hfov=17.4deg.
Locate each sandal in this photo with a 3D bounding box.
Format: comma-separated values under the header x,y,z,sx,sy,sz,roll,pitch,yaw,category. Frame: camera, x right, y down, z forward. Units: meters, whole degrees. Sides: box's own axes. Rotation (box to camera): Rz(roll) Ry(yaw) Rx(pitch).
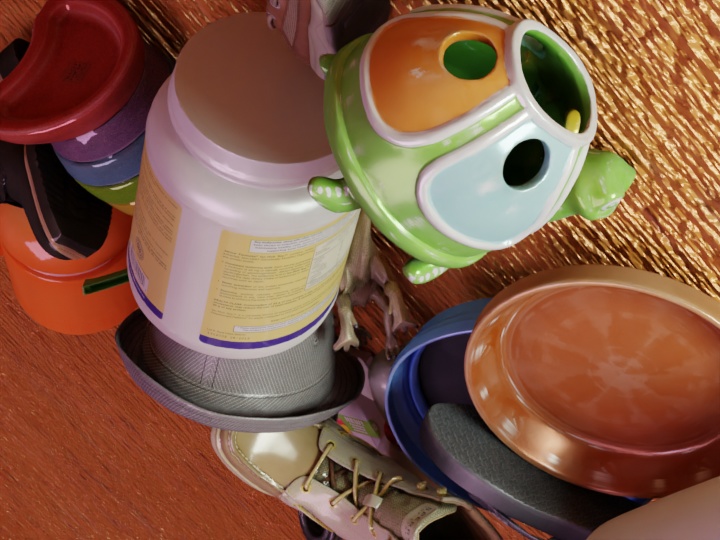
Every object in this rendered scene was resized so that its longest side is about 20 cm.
x,y,z,sx,sy,sz,roll,pitch,yaw,category
0.120,0.157,1.561,0.200,0.076,0.043,32,122,-12,sandal

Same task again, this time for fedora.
x,y,z,sx,sy,sz,roll,pitch,yaw,category
-0.077,0.032,1.644,0.176,0.200,0.091,22,116,16,fedora

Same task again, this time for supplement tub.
x,y,z,sx,sy,sz,roll,pitch,yaw,category
-0.070,-0.053,1.504,0.145,0.145,0.200,32,143,12,supplement tub

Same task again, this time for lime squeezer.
x,y,z,sx,sy,sz,roll,pitch,yaw,category
-0.105,-0.006,1.774,0.199,0.071,0.038,3,110,6,lime squeezer

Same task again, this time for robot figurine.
x,y,z,sx,sy,sz,roll,pitch,yaw,category
-0.221,-0.026,1.831,0.144,0.117,0.200,41,160,20,robot figurine

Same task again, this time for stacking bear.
x,y,z,sx,sy,sz,roll,pitch,yaw,category
-0.149,-0.085,1.636,0.113,0.122,0.200,12,155,39,stacking bear

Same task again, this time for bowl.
x,y,z,sx,sy,sz,roll,pitch,yaw,category
0.116,0.095,1.590,0.200,0.039,0.201,12,138,11,bowl

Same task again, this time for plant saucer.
x,y,z,sx,sy,sz,roll,pitch,yaw,category
0.165,0.068,1.486,0.199,0.032,0.201,12,137,11,plant saucer

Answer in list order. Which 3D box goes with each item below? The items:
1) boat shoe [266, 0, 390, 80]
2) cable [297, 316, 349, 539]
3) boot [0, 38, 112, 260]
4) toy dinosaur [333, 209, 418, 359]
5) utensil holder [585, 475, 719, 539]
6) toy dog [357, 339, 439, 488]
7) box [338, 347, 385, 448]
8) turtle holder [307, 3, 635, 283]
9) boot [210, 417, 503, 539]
x,y,z,sx,sy,sz,roll,pitch,yaw,category
-0.027,-0.178,1.330,0.072,0.076,0.200,33,155,14,boat shoe
-0.025,0.113,1.794,0.097,0.050,0.201,-4,106,46,cable
-0.259,-0.054,1.698,0.077,0.138,0.200,34,-154,-41,boot
0.000,0.000,1.600,0.200,0.058,0.101,95,163,-66,toy dinosaur
0.250,0.204,1.458,0.170,0.170,0.200,44,141,-15,utensil holder
0.047,0.114,1.756,0.131,0.097,0.200,25,143,-1,toy dog
-0.017,0.127,1.916,0.156,0.041,0.200,15,147,41,box
0.069,-0.067,1.315,0.131,0.141,0.186,-25,116,33,turtle holder
0.002,0.155,1.631,0.200,0.072,0.155,34,174,-28,boot
